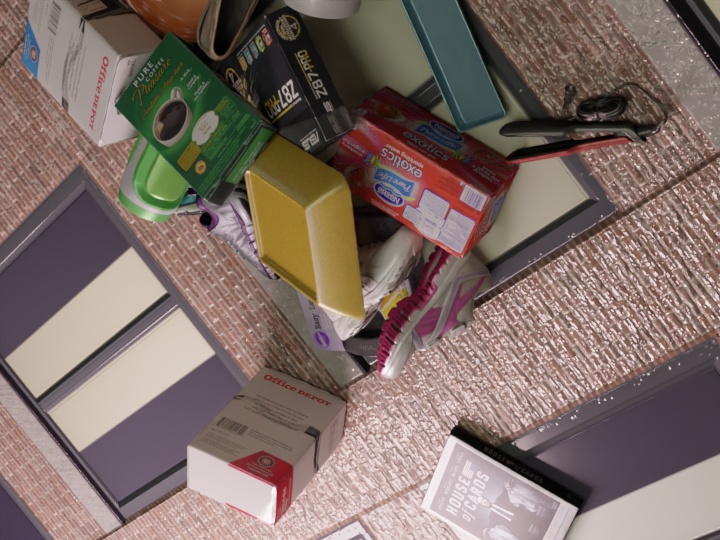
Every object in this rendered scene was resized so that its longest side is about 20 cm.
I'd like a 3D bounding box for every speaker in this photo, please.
[{"bbox_3d":[-0.244,-0.166,1.681,0.088,0.088,0.201,33,110,11],"label":"speaker"}]

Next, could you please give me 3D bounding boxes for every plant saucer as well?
[{"bbox_3d":[0.105,-0.261,1.487,0.069,0.019,0.201,-15,107,37],"label":"plant saucer"},{"bbox_3d":[-0.078,-0.052,1.557,0.200,0.048,0.202,35,141,45],"label":"plant saucer"},{"bbox_3d":[-0.224,-0.386,1.606,0.198,0.037,0.202,15,123,23],"label":"plant saucer"}]

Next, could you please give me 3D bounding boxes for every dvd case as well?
[{"bbox_3d":[0.190,0.319,1.761,0.199,0.025,0.151,28,127,14],"label":"dvd case"}]

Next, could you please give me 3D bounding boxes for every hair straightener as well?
[{"bbox_3d":[0.245,-0.168,1.437,0.198,0.041,0.078,-4,114,33],"label":"hair straightener"}]

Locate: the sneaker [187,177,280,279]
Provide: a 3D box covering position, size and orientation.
[{"bbox_3d":[-0.159,-0.058,1.690,0.087,0.075,0.201,-1,145,14],"label":"sneaker"}]

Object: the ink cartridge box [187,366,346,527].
[{"bbox_3d":[-0.129,0.242,1.801,0.144,0.200,0.085,21,128,20],"label":"ink cartridge box"}]

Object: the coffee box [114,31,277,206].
[{"bbox_3d":[-0.203,-0.187,1.572,0.200,0.044,0.123,43,102,28],"label":"coffee box"}]

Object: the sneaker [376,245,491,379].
[{"bbox_3d":[0.094,0.059,1.598,0.088,0.081,0.201,32,102,-16],"label":"sneaker"}]

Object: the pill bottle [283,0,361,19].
[{"bbox_3d":[-0.031,-0.392,1.432,0.115,0.116,0.201,23,126,19],"label":"pill bottle"}]

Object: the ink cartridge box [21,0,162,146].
[{"bbox_3d":[-0.349,-0.281,1.676,0.200,0.084,0.145,45,134,26],"label":"ink cartridge box"}]

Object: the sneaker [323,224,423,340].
[{"bbox_3d":[0.000,0.000,1.601,0.099,0.078,0.200,45,129,6],"label":"sneaker"}]

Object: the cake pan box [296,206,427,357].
[{"bbox_3d":[-0.001,0.015,1.690,0.183,0.052,0.202,0,116,34],"label":"cake pan box"}]

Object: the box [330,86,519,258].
[{"bbox_3d":[0.074,-0.119,1.535,0.199,0.095,0.100,32,128,13],"label":"box"}]

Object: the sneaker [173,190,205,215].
[{"bbox_3d":[-0.180,-0.128,1.718,0.199,0.077,0.080,-27,80,35],"label":"sneaker"}]

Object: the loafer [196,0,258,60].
[{"bbox_3d":[-0.138,-0.343,1.523,0.071,0.063,0.202,15,108,-21],"label":"loafer"}]

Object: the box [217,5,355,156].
[{"bbox_3d":[-0.094,-0.209,1.554,0.162,0.049,0.200,63,155,-2],"label":"box"}]
